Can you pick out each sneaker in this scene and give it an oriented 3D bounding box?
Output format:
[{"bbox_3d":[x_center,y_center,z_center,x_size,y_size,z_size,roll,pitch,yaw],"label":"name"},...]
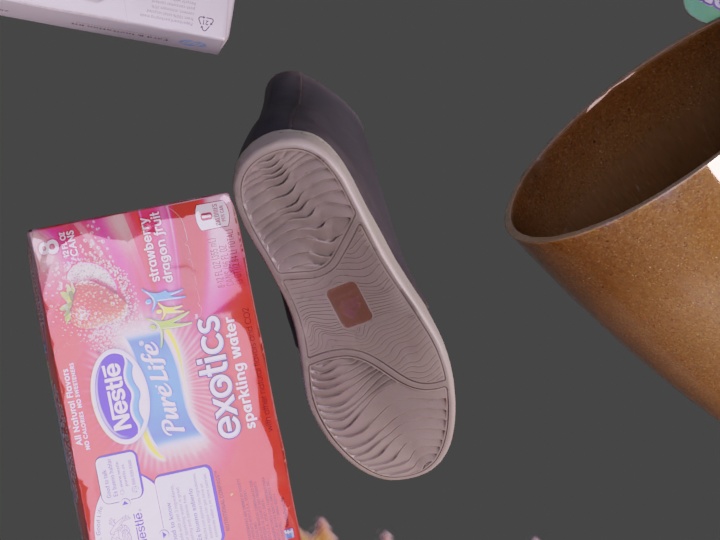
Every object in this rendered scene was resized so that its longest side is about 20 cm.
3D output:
[{"bbox_3d":[0.000,0.000,1.014,0.074,0.106,0.201,-15,116,12],"label":"sneaker"}]

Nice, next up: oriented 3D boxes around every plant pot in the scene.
[{"bbox_3d":[0.201,0.000,1.008,0.186,0.186,0.201,-41,107,-11],"label":"plant pot"}]

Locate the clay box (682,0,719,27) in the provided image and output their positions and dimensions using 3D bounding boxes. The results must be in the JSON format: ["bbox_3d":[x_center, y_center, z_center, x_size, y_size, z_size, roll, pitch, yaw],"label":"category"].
[{"bbox_3d":[0.239,-0.210,1.086,0.114,0.048,0.202,18,83,-8],"label":"clay box"}]

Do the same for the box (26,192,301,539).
[{"bbox_3d":[-0.094,0.072,0.975,0.099,0.095,0.202,-11,87,-11],"label":"box"}]

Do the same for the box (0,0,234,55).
[{"bbox_3d":[-0.128,-0.222,1.026,0.154,0.041,0.202,9,82,-9],"label":"box"}]
